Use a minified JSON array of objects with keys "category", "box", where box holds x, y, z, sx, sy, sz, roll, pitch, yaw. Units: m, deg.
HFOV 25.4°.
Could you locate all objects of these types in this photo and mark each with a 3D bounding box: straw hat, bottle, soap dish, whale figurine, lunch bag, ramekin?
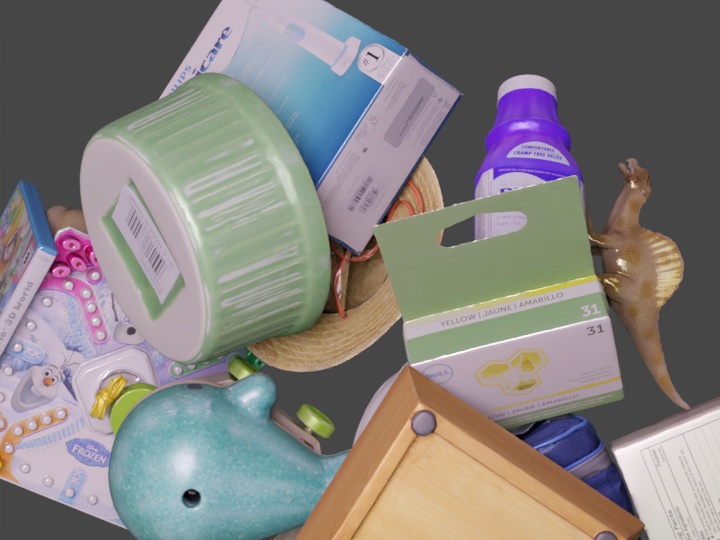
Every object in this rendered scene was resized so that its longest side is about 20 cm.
[{"category":"straw hat","box":[0.000,0.000,1.240,0.200,0.085,0.203,-15,61,30]},{"category":"bottle","box":[0.127,-0.054,1.202,0.083,0.065,0.202,8,58,-7]},{"category":"soap dish","box":[0.072,0.184,1.073,0.199,0.081,0.158,33,88,0]},{"category":"whale figurine","box":[-0.085,0.156,1.168,0.198,0.104,0.161,13,100,-5]},{"category":"lunch bag","box":[0.097,0.187,1.182,0.199,0.136,0.133,-25,88,-5]},{"category":"ramekin","box":[-0.118,-0.031,1.145,0.097,0.200,0.201,-24,82,-30]}]

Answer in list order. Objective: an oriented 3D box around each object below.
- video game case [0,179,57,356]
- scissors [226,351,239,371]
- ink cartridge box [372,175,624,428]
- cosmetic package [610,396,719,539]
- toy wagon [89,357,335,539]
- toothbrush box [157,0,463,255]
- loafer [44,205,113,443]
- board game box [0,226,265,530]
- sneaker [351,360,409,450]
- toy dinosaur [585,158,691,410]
[{"category":"video game case","box":[-0.299,0.040,1.257,0.018,0.143,0.201,25,103,-26]},{"category":"scissors","box":[-0.177,0.032,1.310,0.199,0.014,0.074,21,97,12]},{"category":"ink cartridge box","box":[0.099,0.033,1.104,0.144,0.201,0.048,-14,50,5]},{"category":"cosmetic package","box":[0.296,0.138,1.189,0.199,0.087,0.104,-22,85,6]},{"category":"toy wagon","box":[-0.121,0.142,1.240,0.199,0.040,0.156,36,93,-18]},{"category":"toothbrush box","box":[-0.045,-0.127,1.217,0.200,0.085,0.147,34,93,39]},{"category":"loafer","box":[-0.221,0.049,1.274,0.067,0.076,0.202,-1,96,20]},{"category":"board game box","box":[-0.187,0.096,1.247,0.199,0.026,0.201,26,94,-22]},{"category":"sneaker","box":[0.056,0.092,1.230,0.075,0.088,0.201,37,93,8]},{"category":"toy dinosaur","box":[0.199,0.014,1.227,0.100,0.058,0.202,-9,86,7]}]
